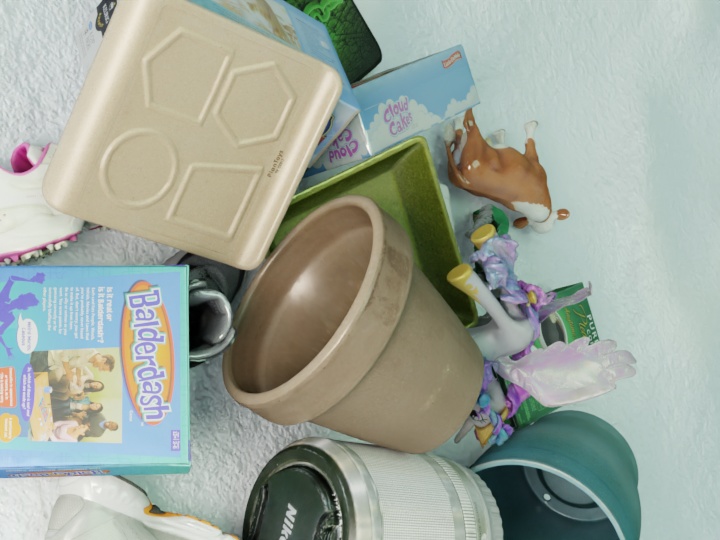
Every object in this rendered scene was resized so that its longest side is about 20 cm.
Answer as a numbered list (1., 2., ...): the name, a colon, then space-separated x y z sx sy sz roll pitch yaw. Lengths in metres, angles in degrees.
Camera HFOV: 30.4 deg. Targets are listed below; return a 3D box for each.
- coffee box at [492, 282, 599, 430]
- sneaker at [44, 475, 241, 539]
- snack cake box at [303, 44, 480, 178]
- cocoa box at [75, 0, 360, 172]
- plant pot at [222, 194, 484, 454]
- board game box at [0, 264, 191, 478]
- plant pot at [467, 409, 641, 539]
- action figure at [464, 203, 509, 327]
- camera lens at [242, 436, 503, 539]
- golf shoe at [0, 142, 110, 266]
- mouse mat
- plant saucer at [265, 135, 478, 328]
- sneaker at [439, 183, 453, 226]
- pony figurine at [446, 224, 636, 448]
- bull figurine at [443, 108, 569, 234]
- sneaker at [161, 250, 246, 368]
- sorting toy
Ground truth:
1. coffee box: 0.200 0.095 1.485 0.199 0.044 0.125 -20 92 -47
2. sneaker: -0.167 0.234 1.049 0.199 0.075 0.093 32 63 -26
3. snack cake box: 0.018 -0.160 1.326 0.199 0.114 0.068 -30 104 -47
4. cocoa box: -0.123 -0.172 1.148 0.199 0.131 0.134 24 32 -39
5. plant pot: 0.010 0.064 1.117 0.174 0.199 0.202 34 54 -26
6. board game box: -0.224 0.074 0.979 0.197 0.045 0.154 1 74 -9
7. plant pot: 0.196 0.239 1.336 0.202 0.198 0.188 63 31 -8
8. action figure: 0.135 -0.014 1.408 0.201 0.054 0.120 -83 173 -61
9. camera lens: 0.009 0.233 1.155 0.198 0.159 0.162 14 67 -42
10. golf shoe: -0.229 -0.072 1.079 0.199 0.075 0.092 -29 94 -48
11. mouse mat: -0.061 -0.246 1.358 0.162 0.007 0.200 58 46 -15
12. plant saucer: 0.000 0.000 1.252 0.199 0.048 0.202 -28 110 -27
13. sneaker: 0.036 -0.026 1.336 0.199 0.073 0.117 -4 76 -48
14. pony figurine: 0.137 0.062 1.248 0.201 0.191 0.167 58 8 -27
15. bull figurine: 0.165 -0.116 1.506 0.199 0.065 0.123 19 56 -48
16. sneaker: -0.134 0.030 1.110 0.076 0.113 0.200 57 45 -15
17. sorting toy: -0.132 -0.110 1.051 0.198 0.036 0.187 19 102 -34
